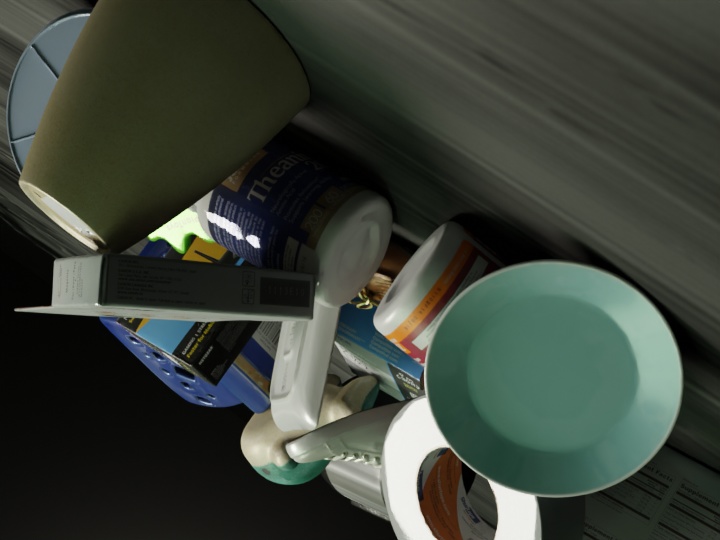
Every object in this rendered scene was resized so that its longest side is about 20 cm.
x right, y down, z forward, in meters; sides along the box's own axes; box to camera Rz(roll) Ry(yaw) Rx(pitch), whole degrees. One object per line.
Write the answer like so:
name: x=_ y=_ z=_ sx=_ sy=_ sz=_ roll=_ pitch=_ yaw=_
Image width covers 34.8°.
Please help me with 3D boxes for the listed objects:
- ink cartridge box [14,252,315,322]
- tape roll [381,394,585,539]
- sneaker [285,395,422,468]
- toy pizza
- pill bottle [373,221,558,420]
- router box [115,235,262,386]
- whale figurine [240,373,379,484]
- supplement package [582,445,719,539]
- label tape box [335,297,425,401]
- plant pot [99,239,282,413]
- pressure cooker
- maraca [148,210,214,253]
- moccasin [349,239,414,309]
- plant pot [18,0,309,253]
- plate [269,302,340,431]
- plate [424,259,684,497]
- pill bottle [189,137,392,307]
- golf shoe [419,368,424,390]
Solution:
ink cartridge box: x=-0.165 y=0.018 z=0.967 sx=0.198 sy=0.044 sz=0.173 roll=6 pitch=175 yaw=-38
tape roll: x=0.109 y=0.204 z=1.059 sx=0.199 sy=0.066 sz=0.203 roll=14 pitch=109 yaw=47
sneaker: x=0.024 y=0.184 z=1.191 sx=0.073 sy=0.198 sz=0.086 roll=141 pitch=116 yaw=-69
toy pizza: x=-0.246 y=-0.142 z=1.076 sx=0.199 sy=0.202 sz=0.032 roll=32 pitch=-163 yaw=17
pill bottle: x=0.118 y=0.061 z=0.961 sx=0.199 sy=0.113 sz=0.113 roll=38 pitch=165 yaw=-4
router box: x=-0.154 y=0.010 z=1.247 sx=0.148 sy=0.201 sz=0.051 roll=21 pitch=160 yaw=43
whale figurine: x=-0.051 y=0.192 z=1.384 sx=0.199 sy=0.159 sz=0.104 roll=-24 pitch=111 yaw=36
supplement package: x=0.280 y=0.294 z=1.122 sx=0.150 sy=0.201 sz=0.152 roll=27 pitch=163 yaw=31
label tape box: x=0.036 y=0.086 z=1.311 sx=0.142 sy=0.066 sz=0.200 roll=29 pitch=165 yaw=27
plant pot: x=-0.163 y=0.050 z=1.413 sx=0.179 sy=0.201 sz=0.200 roll=12 pitch=152 yaw=43
pressure cooker: x=0.038 y=0.227 z=1.511 sx=0.199 sy=0.179 sz=0.176 roll=14 pitch=153 yaw=47
maraca: x=-0.209 y=-0.109 z=1.151 sx=0.136 sy=0.107 sz=0.201 roll=-15 pitch=111 yaw=38
moccasin: x=0.000 y=-0.001 z=1.108 sx=0.200 sy=0.078 sz=0.074 roll=32 pitch=164 yaw=16
plant pot: x=-0.173 y=-0.118 z=0.912 sx=0.186 sy=0.201 sz=0.188 roll=34 pitch=164 yaw=11
plate: x=-0.061 y=0.071 z=1.236 sx=0.032 sy=0.202 sz=0.199 roll=12 pitch=169 yaw=-13
plate: x=0.148 y=0.082 z=0.890 sx=0.200 sy=0.201 sz=0.026 roll=38 pitch=-157 yaw=-6
pill bottle: x=-0.078 y=-0.058 z=1.048 sx=0.199 sy=0.111 sz=0.111 roll=29 pitch=163 yaw=25
golf shoe: x=0.161 y=0.140 z=1.175 sx=0.199 sy=0.073 sz=0.092 roll=29 pitch=138 yaw=-7
